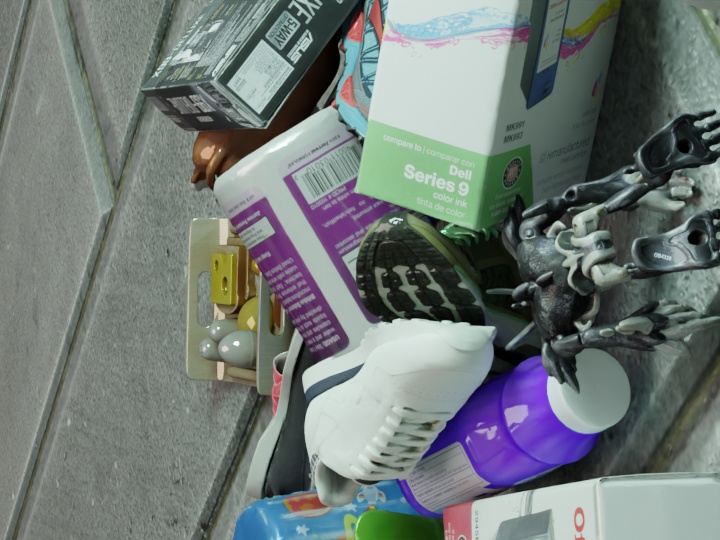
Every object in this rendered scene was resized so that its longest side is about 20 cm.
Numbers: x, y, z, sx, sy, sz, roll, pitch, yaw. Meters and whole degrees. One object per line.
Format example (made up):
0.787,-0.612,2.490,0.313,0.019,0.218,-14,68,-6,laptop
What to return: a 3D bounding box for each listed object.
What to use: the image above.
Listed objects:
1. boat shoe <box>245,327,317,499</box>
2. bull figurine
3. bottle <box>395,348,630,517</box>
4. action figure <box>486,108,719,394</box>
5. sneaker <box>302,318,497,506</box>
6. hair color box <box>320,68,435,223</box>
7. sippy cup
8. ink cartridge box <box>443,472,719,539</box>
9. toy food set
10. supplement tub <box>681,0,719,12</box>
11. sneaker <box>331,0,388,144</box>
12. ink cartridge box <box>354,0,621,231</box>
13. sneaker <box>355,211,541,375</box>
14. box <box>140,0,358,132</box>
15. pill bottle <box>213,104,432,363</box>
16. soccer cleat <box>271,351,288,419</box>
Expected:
-0.028,0.086,1.509,0.074,0.060,0.201,-58,-13,-64,boat shoe
-0.056,-0.131,1.568,0.065,0.200,0.121,38,160,8,bull figurine
0.091,0.095,1.286,0.065,0.083,0.200,63,149,6,bottle
0.143,-0.006,1.150,0.200,0.102,0.119,138,124,-63,action figure
0.024,0.083,1.270,0.200,0.076,0.081,139,139,-61,sneaker
0.001,-0.059,1.541,0.200,0.065,0.110,122,142,-53,hair color box
-0.017,0.206,1.483,0.140,0.130,0.178,-118,36,-50,sippy cup
0.125,0.194,1.202,0.200,0.084,0.146,156,112,-64,ink cartridge box
-0.107,0.026,1.799,0.200,0.060,0.144,-176,87,-67,toy food set
0.181,-0.238,1.005,0.145,0.145,0.201,126,138,-54,supplement tub
0.034,-0.142,1.374,0.096,0.079,0.200,-54,27,31,sneaker
0.081,-0.139,1.224,0.087,0.145,0.201,18,110,27,ink cartridge box
0.057,-0.003,1.284,0.077,0.200,0.089,-2,67,26,sneaker
-0.053,-0.187,1.473,0.200,0.050,0.158,-55,20,-13,box
0.000,0.000,1.399,0.200,0.112,0.112,59,154,-1,pill bottle
-0.040,0.101,1.600,0.067,0.076,0.200,-87,15,-54,soccer cleat
